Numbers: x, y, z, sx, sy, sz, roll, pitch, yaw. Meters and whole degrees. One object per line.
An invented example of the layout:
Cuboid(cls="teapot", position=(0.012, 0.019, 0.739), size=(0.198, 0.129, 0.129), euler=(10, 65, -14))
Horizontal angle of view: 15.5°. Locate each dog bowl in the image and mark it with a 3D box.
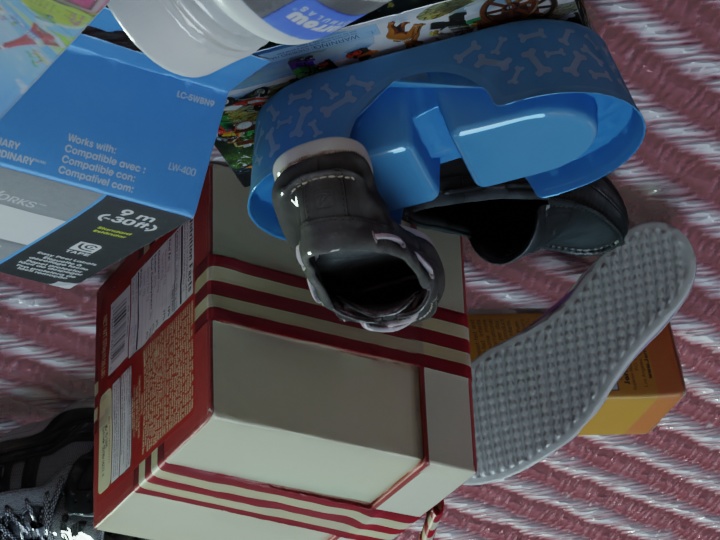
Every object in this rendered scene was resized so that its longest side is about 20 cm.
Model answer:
Cuboid(cls="dog bowl", position=(0.039, -0.069, 1.299), size=(0.199, 0.050, 0.112), euler=(-14, 155, 10))

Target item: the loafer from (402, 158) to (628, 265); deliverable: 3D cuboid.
Cuboid(cls="loafer", position=(0.079, -0.034, 1.457), size=(0.068, 0.071, 0.200), euler=(-27, 150, 34))

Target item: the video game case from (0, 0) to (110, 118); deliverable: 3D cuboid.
Cuboid(cls="video game case", position=(-0.198, -0.149, 1.074), size=(0.200, 0.022, 0.182), euler=(29, 140, -20))

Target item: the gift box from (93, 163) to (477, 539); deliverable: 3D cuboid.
Cuboid(cls="gift box", position=(-0.042, 0.062, 1.501), size=(0.186, 0.185, 0.200), euler=(13, 151, -24))

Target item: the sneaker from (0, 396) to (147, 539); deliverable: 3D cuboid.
Cuboid(cls="sneaker", position=(-0.203, 0.154, 1.641), size=(0.200, 0.114, 0.076), euler=(-28, 125, -20))

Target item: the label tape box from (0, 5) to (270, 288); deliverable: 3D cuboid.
Cuboid(cls="label tape box", position=(-0.155, -0.060, 1.265), size=(0.144, 0.064, 0.200), euler=(15, 157, -30))

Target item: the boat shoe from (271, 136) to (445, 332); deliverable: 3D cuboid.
Cuboid(cls="boat shoe", position=(0.000, 0.000, 1.305), size=(0.067, 0.057, 0.200), euler=(-14, 156, 9))

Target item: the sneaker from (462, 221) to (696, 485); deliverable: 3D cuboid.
Cuboid(cls="sneaker", position=(0.122, 0.054, 1.581), size=(0.200, 0.073, 0.114), euler=(-40, 178, 0))

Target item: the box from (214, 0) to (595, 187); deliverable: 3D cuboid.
Cuboid(cls="box", position=(0.014, -0.108, 1.313), size=(0.199, 0.038, 0.137), euler=(-14, 155, 10))

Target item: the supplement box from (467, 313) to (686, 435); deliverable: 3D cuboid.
Cuboid(cls="supplement box", position=(0.102, 0.067, 1.689), size=(0.199, 0.069, 0.067), euler=(-2, 153, -21))

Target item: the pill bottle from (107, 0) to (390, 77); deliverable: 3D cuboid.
Cuboid(cls="pill bottle", position=(-0.011, -0.163, 1.095), size=(0.200, 0.114, 0.114), euler=(-25, 151, 30))
